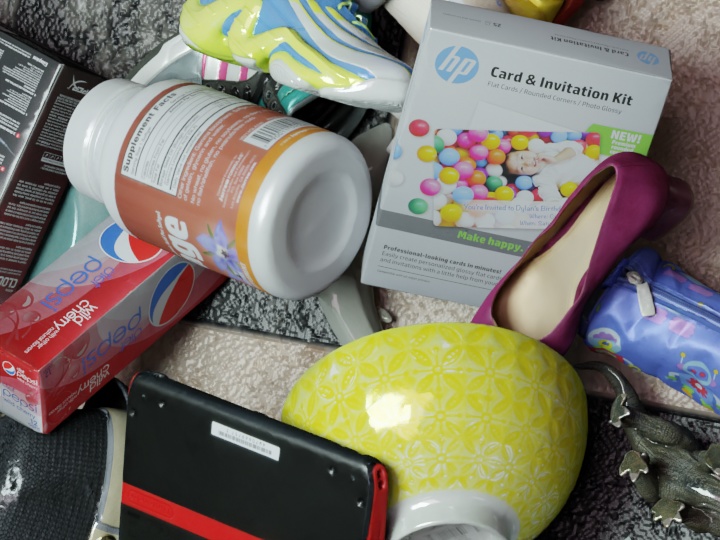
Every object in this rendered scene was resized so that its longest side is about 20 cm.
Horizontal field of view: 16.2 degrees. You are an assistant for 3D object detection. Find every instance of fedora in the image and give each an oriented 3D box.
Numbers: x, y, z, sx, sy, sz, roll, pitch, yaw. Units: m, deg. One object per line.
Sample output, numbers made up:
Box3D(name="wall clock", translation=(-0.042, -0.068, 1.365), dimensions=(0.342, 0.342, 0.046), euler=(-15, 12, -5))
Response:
Box3D(name="fedora", translation=(-0.221, 0.163, 1.728), dimensions=(0.201, 0.091, 0.201), euler=(-46, 36, 49))

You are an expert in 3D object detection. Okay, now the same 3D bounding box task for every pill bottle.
Box3D(name="pill bottle", translation=(-0.099, -0.061, 1.666), dimensions=(0.199, 0.112, 0.113), euler=(22, 93, 36))

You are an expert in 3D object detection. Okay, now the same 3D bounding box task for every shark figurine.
Box3D(name="shark figurine", translation=(-0.004, 0.022, 1.695), dimensions=(0.128, 0.089, 0.215), euler=(-28, 74, 27))

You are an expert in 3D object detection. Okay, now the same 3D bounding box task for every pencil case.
Box3D(name="pencil case", translation=(0.234, 0.055, 1.587), dimensions=(0.200, 0.087, 0.078), euler=(29, 74, 24))

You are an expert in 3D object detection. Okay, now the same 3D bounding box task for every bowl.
Box3D(name="bowl", translation=(0.051, 0.135, 1.582), dimensions=(0.199, 0.200, 0.108), euler=(-23, 47, 20))

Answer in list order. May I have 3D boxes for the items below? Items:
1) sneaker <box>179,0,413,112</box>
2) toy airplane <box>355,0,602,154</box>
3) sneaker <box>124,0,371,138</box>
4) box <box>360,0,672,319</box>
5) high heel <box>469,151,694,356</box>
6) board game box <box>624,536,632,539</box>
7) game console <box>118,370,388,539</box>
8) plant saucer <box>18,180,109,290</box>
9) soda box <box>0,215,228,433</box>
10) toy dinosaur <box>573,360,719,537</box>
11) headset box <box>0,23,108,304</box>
Box3D(name="sneaker", translation=(-0.034, -0.172, 1.647), dimensions=(0.199, 0.076, 0.106), euler=(21, 96, 34))
Box3D(name="toy airplane", translation=(0.079, -0.150, 1.649), dimensions=(0.199, 0.141, 0.200), euler=(-4, 90, 18))
Box3D(name="sneaker", translation=(-0.071, -0.114, 1.750), dimensions=(0.199, 0.084, 0.121), euler=(-27, 64, 18))
Box3D(name="box", translation=(0.096, -0.064, 1.596), dimensions=(0.155, 0.041, 0.201), euler=(12, 125, -6))
Box3D(name="high heel", translation=(0.112, 0.000, 1.558), dimensions=(0.200, 0.096, 0.068), euler=(-47, 60, 17))
Box3D(name="board game box", translation=(0.145, 0.287, 1.572), dimensions=(0.200, 0.064, 0.148), euler=(-42, 107, 15))
Box3D(name="game console", translation=(-0.071, 0.170, 1.590), dimensions=(0.199, 0.031, 0.178), euler=(18, 112, 31))
Box3D(name="plant saucer", translation=(-0.260, -0.031, 1.848), dimensions=(0.199, 0.036, 0.201), euler=(-3, 82, 23))
Box3D(name="soda box", translation=(-0.174, 0.021, 1.719), dimensions=(0.063, 0.200, 0.070), euler=(28, 140, 24))
Box3D(name="toy dinosaur", translation=(0.204, 0.129, 1.591), dimensions=(0.200, 0.102, 0.077), euler=(28, 83, 35))
Box3D(name="headset box", translation=(-0.289, -0.079, 1.797), dimensions=(0.148, 0.075, 0.201), euler=(27, 95, 25))
